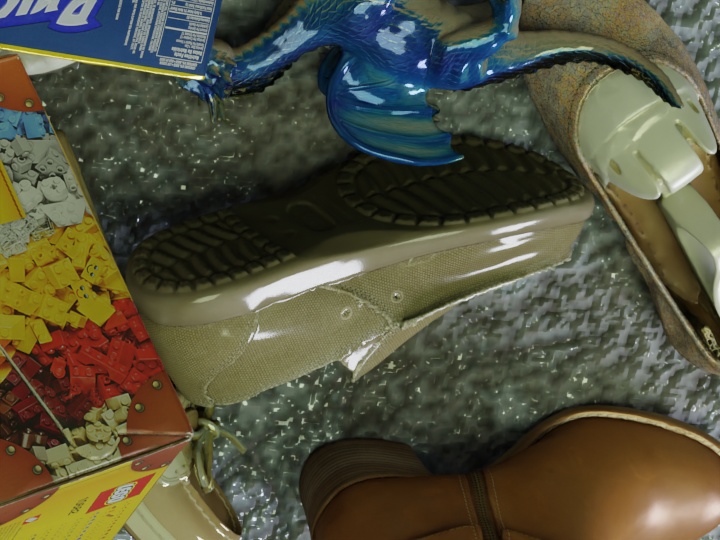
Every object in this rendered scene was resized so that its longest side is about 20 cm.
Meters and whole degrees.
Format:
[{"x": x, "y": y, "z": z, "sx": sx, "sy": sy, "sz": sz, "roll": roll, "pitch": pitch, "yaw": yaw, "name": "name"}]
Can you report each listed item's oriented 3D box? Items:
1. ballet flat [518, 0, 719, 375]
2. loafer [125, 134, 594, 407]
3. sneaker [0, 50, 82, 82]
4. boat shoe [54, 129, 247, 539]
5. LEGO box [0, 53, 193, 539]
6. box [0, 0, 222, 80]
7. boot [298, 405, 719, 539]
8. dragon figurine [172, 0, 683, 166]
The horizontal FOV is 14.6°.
[{"x": 0.129, "y": -0.034, "z": 1.144, "sx": 0.068, "sy": 0.067, "sz": 0.200, "roll": -34, "pitch": 116, "yaw": -1, "name": "ballet flat"}, {"x": 0.000, "y": 0.000, "z": 1.114, "sx": 0.200, "sy": 0.076, "sz": 0.068, "roll": -14, "pitch": 126, "yaw": -22, "name": "loafer"}, {"x": -0.063, "y": -0.145, "z": 1.045, "sx": 0.200, "sy": 0.074, "sz": 0.079, "roll": -28, "pitch": 111, "yaw": -3, "name": "sneaker"}, {"x": -0.094, "y": 0.039, "z": 1.109, "sx": 0.063, "sy": 0.073, "sz": 0.200, "roll": -31, "pitch": 115, "yaw": 1, "name": "boat shoe"}, {"x": -0.148, "y": 0.041, "z": 0.990, "sx": 0.077, "sy": 0.200, "sz": 0.149, "roll": -18, "pitch": 73, "yaw": -28, "name": "LEGO box"}, {"x": -0.138, "y": -0.109, "z": 0.925, "sx": 0.200, "sy": 0.070, "sz": 0.064, "roll": 7, "pitch": 97, "yaw": -46, "name": "box"}, {"x": 0.081, "y": 0.115, "z": 1.142, "sx": 0.200, "sy": 0.155, "sz": 0.077, "roll": 6, "pitch": 109, "yaw": -18, "name": "boot"}, {"x": 0.017, "y": -0.078, "z": 1.097, "sx": 0.200, "sy": 0.059, "sz": 0.100, "roll": 21, "pitch": 106, "yaw": -15, "name": "dragon figurine"}]
